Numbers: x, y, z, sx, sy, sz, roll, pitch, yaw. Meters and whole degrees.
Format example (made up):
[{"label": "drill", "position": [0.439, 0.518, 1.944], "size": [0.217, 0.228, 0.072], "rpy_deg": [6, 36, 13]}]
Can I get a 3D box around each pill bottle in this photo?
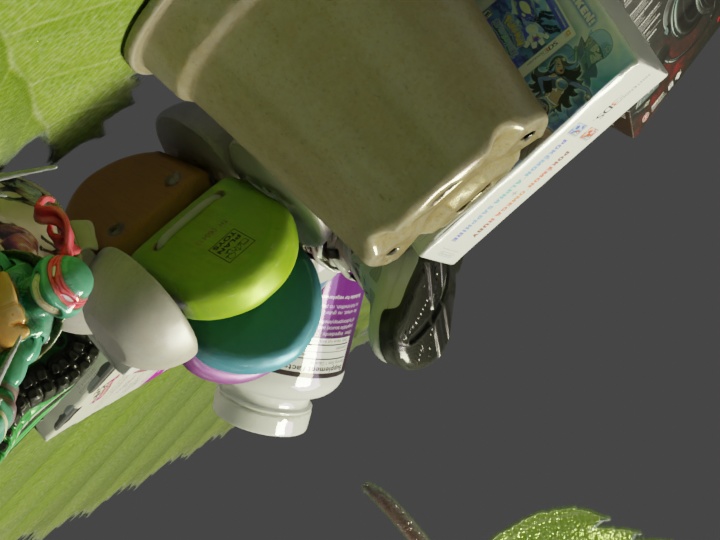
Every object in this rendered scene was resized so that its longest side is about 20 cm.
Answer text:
[{"label": "pill bottle", "position": [-0.055, 0.021, 1.892], "size": [0.112, 0.112, 0.201], "rpy_deg": [-23, 130, -66]}]

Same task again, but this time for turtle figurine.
[{"label": "turtle figurine", "position": [-0.214, 0.030, 1.326], "size": [0.199, 0.150, 0.101], "rpy_deg": [-26, 163, 23]}]

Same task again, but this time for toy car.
[{"label": "toy car", "position": [-0.098, 0.001, 1.518], "size": [0.175, 0.150, 0.200], "rpy_deg": [-41, -147, -20]}]

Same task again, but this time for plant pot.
[{"label": "plant pot", "position": [0.000, -0.111, 1.388], "size": [0.200, 0.184, 0.200], "rpy_deg": [-38, 173, -6]}]

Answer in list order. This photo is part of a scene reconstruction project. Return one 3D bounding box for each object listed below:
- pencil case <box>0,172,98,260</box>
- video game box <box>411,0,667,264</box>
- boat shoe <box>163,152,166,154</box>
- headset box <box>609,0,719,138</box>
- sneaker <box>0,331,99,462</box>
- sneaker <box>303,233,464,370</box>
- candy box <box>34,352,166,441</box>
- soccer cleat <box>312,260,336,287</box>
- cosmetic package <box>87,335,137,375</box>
[{"label": "pencil case", "position": [-0.242, 0.032, 1.446], "size": [0.089, 0.078, 0.200], "rpy_deg": [22, 126, -37]}, {"label": "video game box", "position": [0.064, -0.138, 1.490], "size": [0.182, 0.200, 0.047], "rpy_deg": [-42, 150, 24]}, {"label": "boat shoe", "position": [-0.096, -0.068, 1.640], "size": [0.201, 0.072, 0.061], "rpy_deg": [-44, 171, -19]}, {"label": "headset box", "position": [0.179, -0.205, 1.581], "size": [0.149, 0.077, 0.200], "rpy_deg": [-52, 155, -17]}, {"label": "sneaker", "position": [-0.266, 0.104, 1.791], "size": [0.200, 0.078, 0.085], "rpy_deg": [-38, 173, -11]}, {"label": "sneaker", "position": [0.000, 0.000, 1.552], "size": [0.115, 0.076, 0.201], "rpy_deg": [-1, -151, 11]}, {"label": "candy box", "position": [-0.173, 0.043, 1.951], "size": [0.200, 0.061, 0.136], "rpy_deg": [-31, 169, -50]}, {"label": "soccer cleat", "position": [-0.053, -0.007, 1.665], "size": [0.200, 0.070, 0.086], "rpy_deg": [-47, 177, -23]}, {"label": "cosmetic package", "position": [-0.128, -0.003, 1.748], "size": [0.074, 0.102, 0.200], "rpy_deg": [-41, 171, 25]}]
